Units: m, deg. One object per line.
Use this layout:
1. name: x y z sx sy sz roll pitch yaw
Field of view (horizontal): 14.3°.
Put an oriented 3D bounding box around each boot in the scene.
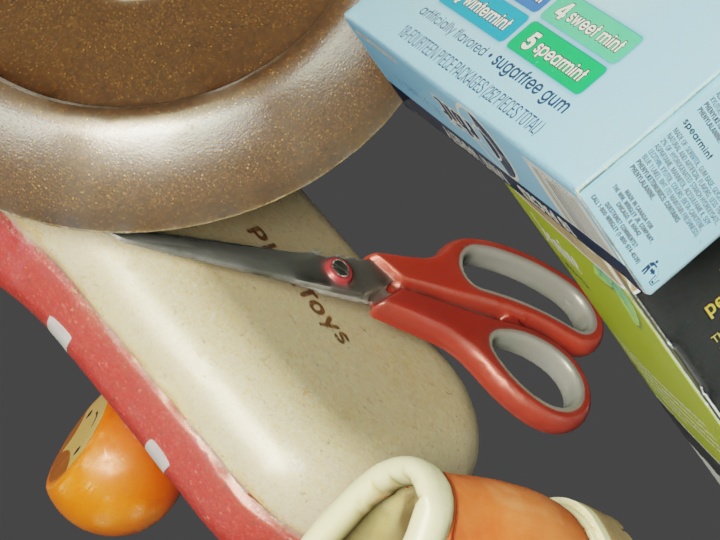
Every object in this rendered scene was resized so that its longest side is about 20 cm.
1. boot: -0.013 0.137 0.914 0.200 0.107 0.075 -49 46 15

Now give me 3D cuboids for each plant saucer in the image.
1. plant saucer: -0.071 -0.104 0.939 0.199 0.032 0.201 -2 59 3

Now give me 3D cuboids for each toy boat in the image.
1. toy boat: -0.064 0.040 0.990 0.200 0.130 0.131 50 118 13

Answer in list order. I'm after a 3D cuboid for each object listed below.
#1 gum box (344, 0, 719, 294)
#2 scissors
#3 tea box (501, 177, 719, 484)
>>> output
1. gum box: 0.111 -0.100 0.838 0.200 0.170 0.045 -39 121 -4
2. scissors: 0.000 0.000 0.964 0.200 0.014 0.073 22 45 -23
3. tea box: 0.178 -0.019 0.906 0.200 0.134 0.197 -37 113 -1
